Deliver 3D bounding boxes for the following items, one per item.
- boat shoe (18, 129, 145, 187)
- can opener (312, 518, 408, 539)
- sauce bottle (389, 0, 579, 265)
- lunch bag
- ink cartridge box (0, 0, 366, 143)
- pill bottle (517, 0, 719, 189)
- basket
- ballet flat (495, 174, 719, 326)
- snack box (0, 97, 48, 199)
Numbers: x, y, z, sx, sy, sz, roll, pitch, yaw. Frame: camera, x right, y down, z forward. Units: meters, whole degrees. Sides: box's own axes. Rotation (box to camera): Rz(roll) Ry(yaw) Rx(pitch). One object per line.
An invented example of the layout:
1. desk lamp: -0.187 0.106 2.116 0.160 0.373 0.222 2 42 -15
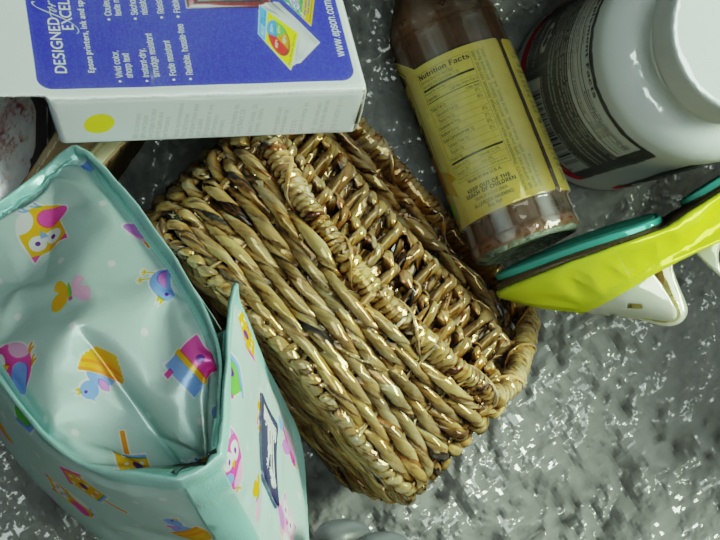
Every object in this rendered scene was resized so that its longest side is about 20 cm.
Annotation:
1. boat shoe: -0.130 -0.099 1.113 0.064 0.071 0.200 33 65 -2
2. can opener: 0.003 0.219 1.028 0.067 0.053 0.201 2 96 -45
3. sauce bottle: 0.055 -0.103 1.156 0.064 0.065 0.201 -17 79 -14
4. lunch bag: -0.100 0.067 1.019 0.122 0.171 0.200 -36 56 -14
5. ink cartridge box: -0.112 -0.148 1.068 0.199 0.047 0.198 -3 54 -14
6. pill bottle: 0.159 -0.105 1.117 0.110 0.200 0.111 1 86 -15
7. basket: 0.000 0.000 1.101 0.149 0.143 0.200 -43 97 -12
8. ballet flat: 0.169 -0.010 1.119 0.199 0.067 0.067 -26 90 8
9. snack box: -0.198 -0.079 1.118 0.072 0.024 0.201 0 86 -15
